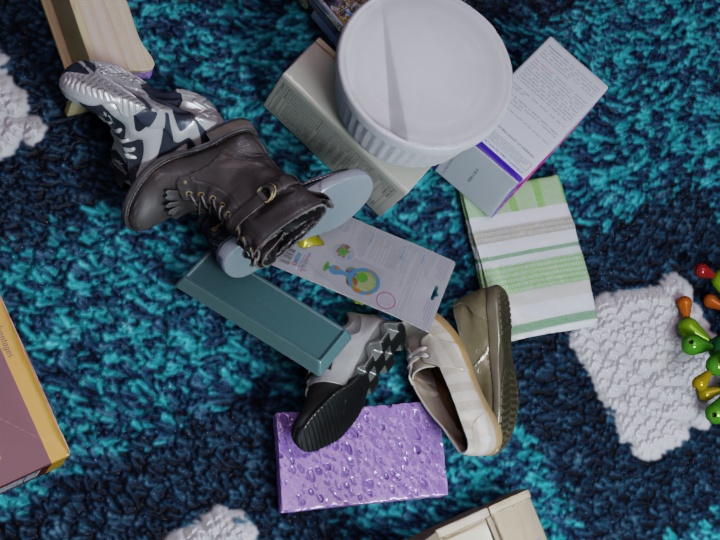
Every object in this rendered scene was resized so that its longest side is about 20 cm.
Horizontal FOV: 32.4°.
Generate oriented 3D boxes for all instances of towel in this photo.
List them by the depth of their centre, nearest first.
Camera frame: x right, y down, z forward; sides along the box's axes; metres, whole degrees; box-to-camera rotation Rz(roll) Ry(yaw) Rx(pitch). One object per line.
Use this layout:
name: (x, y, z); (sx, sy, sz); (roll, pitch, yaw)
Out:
towel: (0.208, -0.015, 1.549); (0.149, 0.031, 0.201); (-8, 77, -21)

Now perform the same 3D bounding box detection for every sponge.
sponge: (-0.001, 0.213, 1.421); (0.199, 0.030, 0.112); (-2, 77, -17)

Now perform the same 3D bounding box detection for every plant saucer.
plant saucer: (-0.108, 0.041, 1.391); (0.200, 0.019, 0.070); (30, 51, 13)

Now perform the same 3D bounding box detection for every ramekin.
ramekin: (0.062, -0.208, 1.394); (0.202, 0.094, 0.203); (5, 71, -14)

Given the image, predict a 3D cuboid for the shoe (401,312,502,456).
shoe: (0.095, 0.126, 1.429); (0.053, 0.070, 0.200); (-9, 60, -39)

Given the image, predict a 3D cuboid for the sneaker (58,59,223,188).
sneaker: (-0.261, -0.148, 1.368); (0.199, 0.130, 0.080); (6, 37, -49)

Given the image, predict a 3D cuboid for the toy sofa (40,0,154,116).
toy sofa: (-0.314, -0.285, 1.413); (0.097, 0.083, 0.201); (-17, 83, -25)

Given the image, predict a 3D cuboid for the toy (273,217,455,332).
toy: (0.000, 0.000, 1.457); (0.199, 0.047, 0.115); (25, 51, -1)

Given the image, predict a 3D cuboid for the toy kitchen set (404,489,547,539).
toy kitchen set: (0.145, 0.352, 1.352); (0.199, 0.180, 0.164); (-21, 85, -17)

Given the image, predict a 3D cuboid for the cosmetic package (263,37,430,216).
cosmetic package: (-0.012, -0.168, 1.471); (0.200, 0.104, 0.073); (43, 68, -5)

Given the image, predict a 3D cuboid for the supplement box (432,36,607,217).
supplement box: (0.197, -0.178, 1.527); (0.103, 0.101, 0.200); (41, 64, 5)

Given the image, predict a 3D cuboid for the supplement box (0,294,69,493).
supplement box: (-0.426, 0.145, 1.245); (0.199, 0.133, 0.198); (-24, 84, -21)

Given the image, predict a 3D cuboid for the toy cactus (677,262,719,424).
toy cactus: (0.484, 0.096, 1.580); (0.164, 0.102, 0.201); (12, 65, -25)

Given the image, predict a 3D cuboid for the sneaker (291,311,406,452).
sneaker: (-0.034, 0.122, 1.403); (0.088, 0.074, 0.200); (20, 47, 25)

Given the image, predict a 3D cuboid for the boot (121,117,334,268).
boot: (-0.148, -0.065, 1.346); (0.200, 0.069, 0.174); (-36, 58, -2)

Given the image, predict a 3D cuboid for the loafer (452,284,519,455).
loafer: (0.146, 0.118, 1.472); (0.067, 0.076, 0.201); (-2, 86, 25)

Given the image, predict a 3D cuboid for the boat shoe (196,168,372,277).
boat shoe: (-0.089, -0.078, 1.413); (0.200, 0.071, 0.091); (-30, 53, -11)

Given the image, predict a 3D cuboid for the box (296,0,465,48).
box: (0.035, -0.352, 1.565); (0.200, 0.038, 0.137); (-40, 91, -22)
